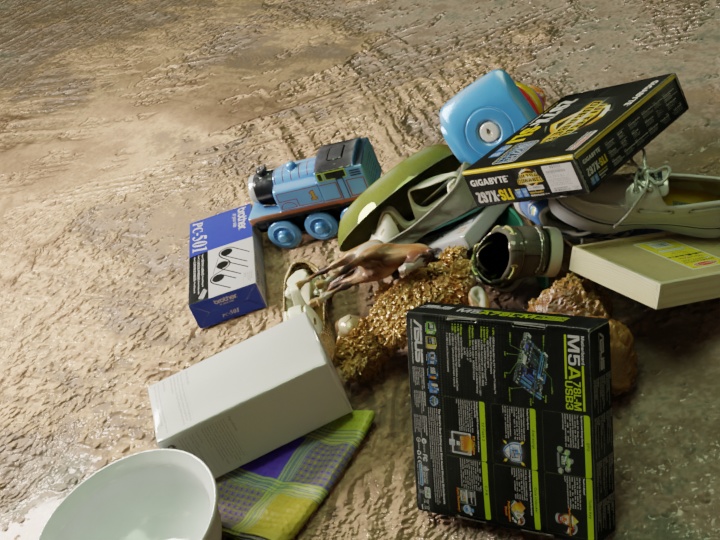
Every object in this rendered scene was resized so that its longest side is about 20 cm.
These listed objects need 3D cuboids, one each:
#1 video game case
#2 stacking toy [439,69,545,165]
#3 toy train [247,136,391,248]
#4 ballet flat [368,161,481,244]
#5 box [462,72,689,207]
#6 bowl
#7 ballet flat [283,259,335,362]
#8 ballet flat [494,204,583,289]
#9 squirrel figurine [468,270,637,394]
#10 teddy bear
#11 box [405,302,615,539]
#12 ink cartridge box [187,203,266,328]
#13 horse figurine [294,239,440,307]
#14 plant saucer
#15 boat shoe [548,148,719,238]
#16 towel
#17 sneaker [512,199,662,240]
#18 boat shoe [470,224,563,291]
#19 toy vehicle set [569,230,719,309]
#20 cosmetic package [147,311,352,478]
[{"bbox_3d":[0.126,-0.079,1.538,0.182,0.023,0.200,-16,26,53],"label":"video game case"},{"bbox_3d":[0.186,-0.193,1.527,0.110,0.116,0.200,-34,4,31],"label":"stacking toy"},{"bbox_3d":[-0.059,-0.103,1.659,0.200,0.114,0.087,-10,35,19],"label":"toy train"},{"bbox_3d":[0.061,-0.063,1.477,0.200,0.064,0.067,-33,18,21],"label":"ballet flat"},{"bbox_3d":[0.229,-0.138,1.334,0.200,0.049,0.160,-37,18,-34],"label":"box"},{"bbox_3d":[-0.216,0.281,1.241,0.201,0.090,0.201,-16,35,12],"label":"bowl"},{"bbox_3d":[-0.070,0.056,1.489,0.070,0.065,0.200,-21,33,8],"label":"ballet flat"},{"bbox_3d":[0.216,-0.033,1.437,0.072,0.068,0.200,-9,22,-9],"label":"ballet flat"},{"bbox_3d":[0.171,0.081,1.273,0.200,0.142,0.187,-15,16,-21],"label":"squirrel figurine"},{"bbox_3d":[0.045,0.040,1.385,0.200,0.067,0.145,-32,28,25],"label":"teddy bear"},{"bbox_3d":[0.135,0.135,1.138,0.193,0.200,0.048,3,13,34],"label":"box"},{"bbox_3d":[-0.179,-0.010,1.667,0.094,0.044,0.200,-19,33,5],"label":"ink cartridge box"},{"bbox_3d":[0.000,0.000,1.408,0.132,0.050,0.200,-27,3,-12],"label":"horse figurine"},{"bbox_3d":[0.045,-0.096,1.546,0.200,0.031,0.200,-37,-7,-5],"label":"plant saucer"},{"bbox_3d":[0.301,-0.084,1.300,0.202,0.086,0.075,7,53,-2],"label":"boat shoe"},{"bbox_3d":[-0.085,0.211,1.323,0.144,0.023,0.200,8,45,40],"label":"towel"},{"bbox_3d":[0.269,-0.060,1.387,0.200,0.076,0.077,4,24,-8],"label":"sneaker"},{"bbox_3d":[0.157,-0.016,1.378,0.060,0.072,0.202,2,-6,-15],"label":"boat shoe"},{"bbox_3d":[0.331,-0.006,1.281,0.200,0.027,0.124,-9,23,-32],"label":"toy vehicle set"},{"bbox_3d":[-0.121,0.139,1.354,0.200,0.081,0.113,-24,32,0],"label":"cosmetic package"}]
